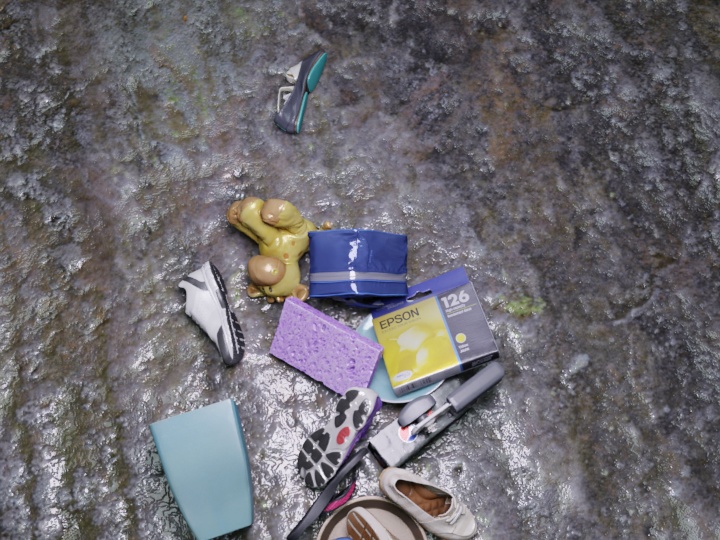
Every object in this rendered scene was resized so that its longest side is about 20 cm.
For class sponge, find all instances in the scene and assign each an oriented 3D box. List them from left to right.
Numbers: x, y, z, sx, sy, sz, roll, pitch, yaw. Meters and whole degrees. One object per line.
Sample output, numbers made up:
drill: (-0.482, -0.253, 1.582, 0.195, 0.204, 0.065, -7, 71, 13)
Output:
sponge: (-0.063, 0.140, 1.493, 0.198, 0.030, 0.113, 28, 110, 17)

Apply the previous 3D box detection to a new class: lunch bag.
lunch bag: (0.000, 0.000, 1.509, 0.135, 0.199, 0.134, -1, 87, 37)

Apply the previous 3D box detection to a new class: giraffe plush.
giraffe plush: (-0.156, -0.027, 1.554, 0.198, 0.172, 0.164, 21, 76, -31)

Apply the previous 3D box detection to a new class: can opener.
can opener: (0.158, 0.216, 1.441, 0.198, 0.053, 0.067, -30, 72, -14)

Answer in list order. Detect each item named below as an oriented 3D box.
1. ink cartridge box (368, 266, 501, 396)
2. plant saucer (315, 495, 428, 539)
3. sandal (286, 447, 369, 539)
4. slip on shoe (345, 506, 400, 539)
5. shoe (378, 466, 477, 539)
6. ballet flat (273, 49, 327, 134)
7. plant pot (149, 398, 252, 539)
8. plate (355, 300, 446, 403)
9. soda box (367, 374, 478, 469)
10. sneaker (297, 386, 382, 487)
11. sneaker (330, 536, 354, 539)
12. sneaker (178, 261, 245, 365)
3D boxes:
ink cartridge box: (0.124, 0.098, 1.500, 0.195, 0.047, 0.202, -21, 59, 4)
plant saucer: (0.019, 0.482, 1.411, 0.197, 0.030, 0.203, 1, 69, -3)
sandal: (-0.046, 0.386, 1.426, 0.045, 0.075, 0.201, 38, 79, 5)
slip on shoe: (0.055, 0.467, 1.375, 0.200, 0.076, 0.060, 44, 33, 22)
shoe: (0.119, 0.394, 1.406, 0.199, 0.053, 0.070, 34, 68, -14)
ballet flat: (-0.128, -0.373, 1.718, 0.072, 0.073, 0.202, 17, 71, 4)
plant pot: (-0.249, 0.336, 1.400, 0.139, 0.141, 0.203, -16, 78, -9)
plate: (0.076, 0.148, 1.524, 0.197, 0.026, 0.203, -8, 58, 13)
soda box: (0.108, 0.268, 1.480, 0.199, 0.063, 0.071, -36, 74, -16)
sneaker: (-0.028, 0.290, 1.444, 0.201, 0.083, 0.081, -51, 59, 9)
sneaker: (-0.093, 0.484, 1.352, 0.198, 0.082, 0.075, -23, 65, 8)
sneaker: (-0.270, 0.087, 1.538, 0.079, 0.074, 0.202, -25, 67, 3)
